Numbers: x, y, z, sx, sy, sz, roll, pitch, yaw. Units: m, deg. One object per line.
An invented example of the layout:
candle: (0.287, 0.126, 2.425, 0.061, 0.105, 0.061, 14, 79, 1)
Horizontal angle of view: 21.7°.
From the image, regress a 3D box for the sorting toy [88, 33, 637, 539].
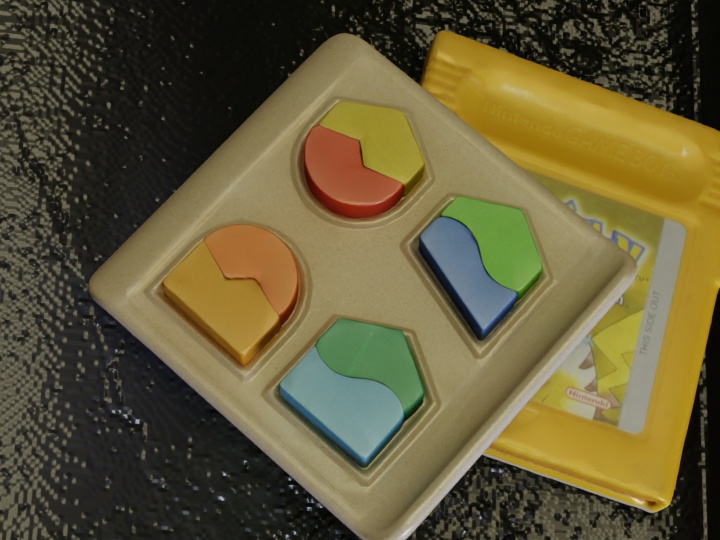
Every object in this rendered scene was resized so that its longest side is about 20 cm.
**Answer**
sorting toy: (0.000, 0.000, 0.874, 0.200, 0.037, 0.185, 39, 73, 17)

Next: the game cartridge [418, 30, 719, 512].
game cartridge: (0.091, -0.003, 0.927, 0.175, 0.032, 0.201, 19, 70, -5)
